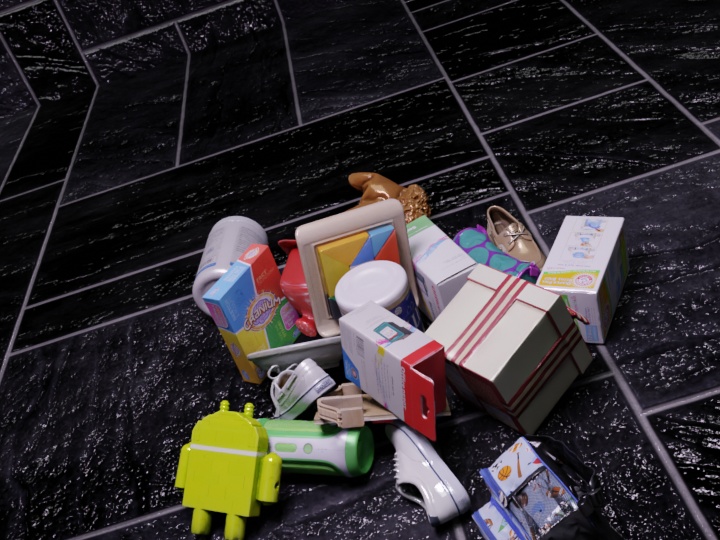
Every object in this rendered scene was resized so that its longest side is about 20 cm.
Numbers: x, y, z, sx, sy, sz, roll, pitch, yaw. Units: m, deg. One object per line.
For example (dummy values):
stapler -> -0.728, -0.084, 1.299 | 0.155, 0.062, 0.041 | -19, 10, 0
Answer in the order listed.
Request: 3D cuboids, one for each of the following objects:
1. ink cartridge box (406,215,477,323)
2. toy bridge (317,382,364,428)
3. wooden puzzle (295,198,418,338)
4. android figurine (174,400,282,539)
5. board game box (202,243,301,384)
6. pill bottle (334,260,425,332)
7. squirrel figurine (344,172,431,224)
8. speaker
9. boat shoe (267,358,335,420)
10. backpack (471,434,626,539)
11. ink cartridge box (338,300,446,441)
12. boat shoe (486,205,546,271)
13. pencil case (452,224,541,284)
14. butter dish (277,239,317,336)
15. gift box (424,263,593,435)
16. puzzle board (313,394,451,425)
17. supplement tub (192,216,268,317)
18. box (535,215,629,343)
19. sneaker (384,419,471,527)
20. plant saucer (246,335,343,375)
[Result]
ink cartridge box -> 0.140, 0.016, 1.502 | 0.087, 0.146, 0.200 | -28, 35, -10
toy bridge -> -0.029, 0.197, 1.260 | 0.067, 0.027, 0.200 | -5, 3, -1
wooden puzzle -> 0.000, 0.000, 1.418 | 0.184, 0.201, 0.037 | -17, 24, -12
android figurine -> -0.200, 0.296, 1.288 | 0.181, 0.041, 0.201 | -1, 75, 27
board game box -> -0.186, 0.078, 1.533 | 0.040, 0.200, 0.153 | 7, 43, 34
pill bottle -> 0.042, 0.096, 1.392 | 0.119, 0.200, 0.120 | -13, 35, 10
squirrel figurine -> 0.043, -0.085, 1.706 | 0.199, 0.142, 0.187 | 2, 46, 33
speaker -> -0.083, 0.270, 1.315 | 0.199, 0.089, 0.089 | -3, 38, 23
boat shoe -> -0.109, 0.184, 1.358 | 0.075, 0.086, 0.202 | -34, -8, -27
backpack -> 0.229, 0.303, 1.043 | 0.154, 0.200, 0.191 | -33, 31, 4
ink cartridge box -> 0.059, 0.141, 1.231 | 0.067, 0.117, 0.200 | -28, 40, -30
boat shoe -> 0.282, -0.054, 1.599 | 0.071, 0.065, 0.200 | -24, 34, -6
pencil case -> 0.241, -0.006, 1.531 | 0.093, 0.085, 0.200 | -57, 37, 7
butter dish -> -0.062, 0.049, 1.518 | 0.199, 0.200, 0.148 | 2, 54, 51
gift box -> 0.225, 0.115, 1.299 | 0.184, 0.200, 0.187 | 28, 72, 43
puzzle board -> 0.034, 0.210, 1.315 | 0.199, 0.017, 0.151 | -4, 3, 2
supplement tub -> -0.260, -0.005, 1.747 | 0.131, 0.132, 0.200 | -12, 34, 12
box -> 0.369, 0.012, 1.420 | 0.101, 0.113, 0.200 | 4, 40, 29
sneaker -> 0.076, 0.283, 1.230 | 0.071, 0.073, 0.200 | -27, 35, -15
plant saucer -> -0.091, 0.149, 1.467 | 0.199, 0.050, 0.200 | -11, -5, -1
